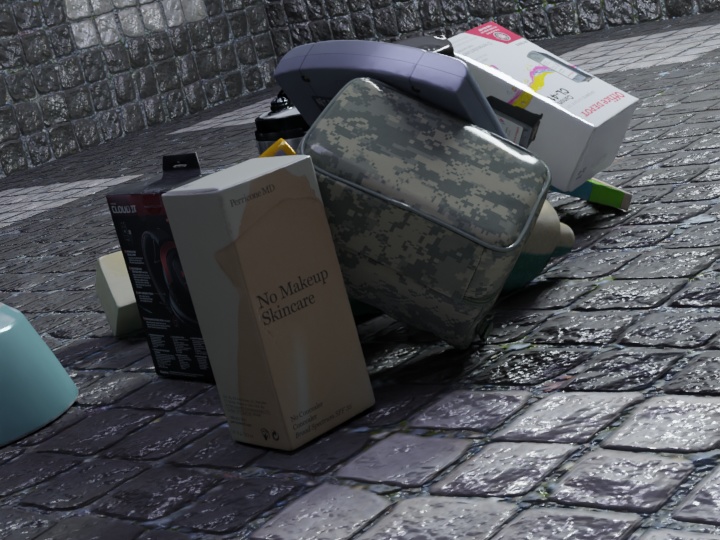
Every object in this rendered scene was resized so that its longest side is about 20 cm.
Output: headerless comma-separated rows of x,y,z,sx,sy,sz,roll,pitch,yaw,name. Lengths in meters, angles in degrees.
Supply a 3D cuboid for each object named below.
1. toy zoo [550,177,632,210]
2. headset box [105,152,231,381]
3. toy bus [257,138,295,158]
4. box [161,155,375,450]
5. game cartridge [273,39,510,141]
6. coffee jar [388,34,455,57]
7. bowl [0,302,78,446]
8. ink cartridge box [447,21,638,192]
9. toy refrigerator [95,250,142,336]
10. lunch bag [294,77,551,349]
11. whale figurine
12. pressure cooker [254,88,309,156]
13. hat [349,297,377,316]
0.187,-0.107,1.445,0.199,0.021,0.131,13,9,-10,toy zoo
-0.140,-0.006,1.164,0.148,0.201,0.075,0,19,46,headset box
-0.098,-0.066,1.334,0.200,0.078,0.065,-41,-5,-1,toy bus
-0.067,0.022,0.972,0.095,0.201,0.078,-26,18,-37,box
0.026,-0.140,1.108,0.199,0.133,0.042,12,59,37,game cartridge
0.060,-0.135,1.324,0.085,0.201,0.104,4,22,45,coffee jar
-0.371,0.095,1.191,0.200,0.105,0.201,-13,14,3,bowl
0.180,-0.181,1.411,0.200,0.086,0.148,30,32,19,ink cartridge box
-0.184,-0.003,1.415,0.199,0.070,0.076,-19,-21,-21,toy refrigerator
0.033,-0.034,1.047,0.199,0.168,0.140,25,44,7,lunch bag
0.124,-0.041,1.243,0.159,0.104,0.200,23,18,6,whale figurine
-0.045,-0.157,1.686,0.175,0.201,0.179,-10,13,20,pressure cooker
0.017,-0.010,1.244,0.165,0.201,0.176,-20,-33,12,hat
